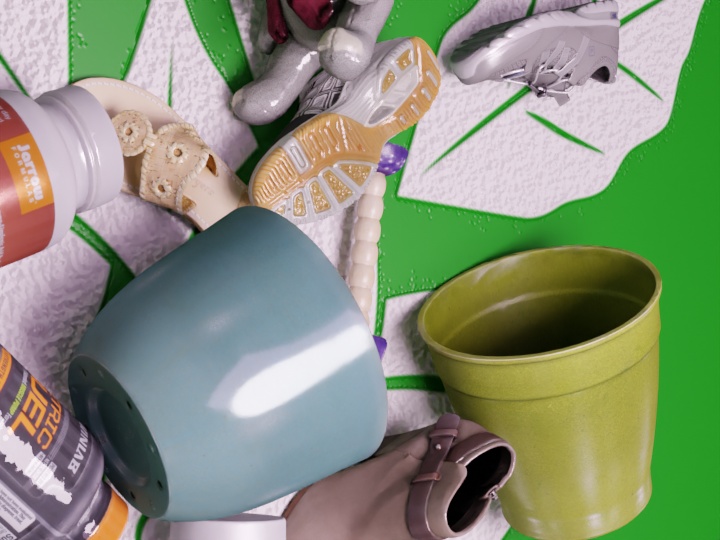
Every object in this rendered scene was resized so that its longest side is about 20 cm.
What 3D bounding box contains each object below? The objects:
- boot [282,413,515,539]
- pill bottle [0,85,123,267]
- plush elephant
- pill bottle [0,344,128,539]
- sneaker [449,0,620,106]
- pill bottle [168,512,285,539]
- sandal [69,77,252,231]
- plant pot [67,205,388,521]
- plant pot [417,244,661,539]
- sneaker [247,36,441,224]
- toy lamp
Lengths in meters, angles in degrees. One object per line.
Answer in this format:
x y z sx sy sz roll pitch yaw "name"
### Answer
0.024 0.187 1.279 0.200 0.146 0.070 -50 118 -27 "boot"
-0.259 -0.053 1.094 0.199 0.112 0.113 -26 103 -35 "pill bottle"
-0.051 -0.236 1.236 0.155 0.164 0.201 40 67 -19 "plush elephant"
-0.242 0.119 1.105 0.200 0.106 0.107 49 62 -26 "pill bottle"
0.162 -0.181 1.443 0.199 0.074 0.083 -18 97 -37 "sneaker"
-0.099 0.278 1.203 0.112 0.112 0.202 5 85 -37 "pill bottle"
-0.123 -0.073 1.225 0.211 0.069 0.078 41 65 -29 "sandal"
-0.105 0.079 1.159 0.160 0.200 0.202 -28 104 -30 "plant pot"
0.162 0.110 1.376 0.199 0.199 0.195 -29 117 -34 "plant pot"
-0.024 -0.106 1.293 0.200 0.087 0.076 -43 122 -28 "sneaker"
0.000 0.000 1.327 0.058 0.058 0.202 13 78 -36 "toy lamp"
